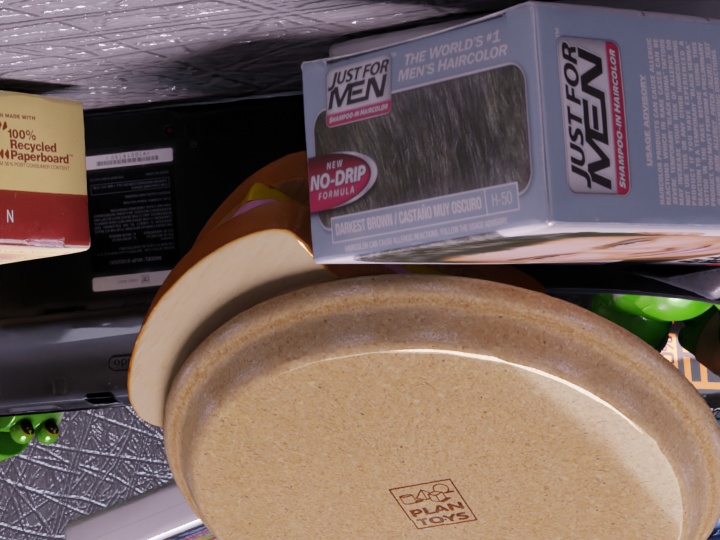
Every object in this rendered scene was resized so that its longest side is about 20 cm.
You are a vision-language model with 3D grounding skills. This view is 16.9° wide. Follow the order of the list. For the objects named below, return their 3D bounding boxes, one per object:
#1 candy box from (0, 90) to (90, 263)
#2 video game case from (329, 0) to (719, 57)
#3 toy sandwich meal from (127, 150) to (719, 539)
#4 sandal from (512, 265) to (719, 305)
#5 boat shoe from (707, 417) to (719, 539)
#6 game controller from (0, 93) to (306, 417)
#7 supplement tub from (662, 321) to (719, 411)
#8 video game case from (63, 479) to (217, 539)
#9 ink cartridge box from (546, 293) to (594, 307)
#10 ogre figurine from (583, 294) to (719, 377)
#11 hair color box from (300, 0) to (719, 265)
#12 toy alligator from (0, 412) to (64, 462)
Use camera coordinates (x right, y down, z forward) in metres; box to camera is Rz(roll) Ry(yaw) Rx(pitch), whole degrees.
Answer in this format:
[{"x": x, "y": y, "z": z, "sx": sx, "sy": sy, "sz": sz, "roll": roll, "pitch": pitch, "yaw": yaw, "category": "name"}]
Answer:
[{"x": -0.202, "y": -0.023, "z": 0.828, "sx": 0.199, "sy": 0.056, "sz": 0.115, "roll": -9, "pitch": 173, "yaw": 38, "category": "candy box"}, {"x": 0.103, "y": -0.068, "z": 0.800, "sx": 0.142, "sy": 0.018, "sz": 0.200, "roll": -7, "pitch": 175, "yaw": 34, "category": "video game case"}, {"x": 0.022, "y": 0.047, "z": 0.798, "sx": 0.204, "sy": 0.071, "sz": 0.206, "roll": 5, "pitch": 139, "yaw": 4, "category": "toy sandwich meal"}, {"x": 0.124, "y": -0.020, "z": 0.833, "sx": 0.199, "sy": 0.077, "sz": 0.043, "roll": -5, "pitch": 172, "yaw": 12, "category": "sandal"}, {"x": 0.140, "y": 0.092, "z": 0.941, "sx": 0.199, "sy": 0.069, "sz": 0.084, "roll": 8, "pitch": 173, "yaw": -36, "category": "boat shoe"}, {"x": -0.078, "y": -0.005, "z": 0.869, "sx": 0.199, "sy": 0.105, "sz": 0.042, "roll": -5, "pitch": 168, "yaw": 12, "category": "game controller"}, {"x": 0.179, "y": 0.017, "z": 1.327, "sx": 0.199, "sy": 0.123, "sz": 0.123, "roll": -6, "pitch": 176, "yaw": 8, "category": "supplement tub"}, {"x": -0.005, "y": 0.077, "z": 1.005, "sx": 0.199, "sy": 0.023, "sz": 0.182, "roll": -22, "pitch": 171, "yaw": 9, "category": "video game case"}, {"x": 0.106, "y": -0.010, "z": 1.111, "sx": 0.161, "sy": 0.050, "sz": 0.200, "roll": -30, "pitch": -175, "yaw": 42, "category": "ink cartridge box"}, {"x": 0.172, "y": 0.013, "z": 0.910, "sx": 0.199, "sy": 0.099, "sz": 0.120, "roll": 18, "pitch": 162, "yaw": 25, "category": "ogre figurine"}, {"x": 0.091, "y": -0.035, "z": 0.708, "sx": 0.199, "sy": 0.061, "sz": 0.099, "roll": 1, "pitch": 174, "yaw": -39, "category": "hair color box"}, {"x": -0.140, "y": 0.050, "z": 0.947, "sx": 0.199, "sy": 0.055, "sz": 0.059, "roll": -13, "pitch": 167, "yaw": 40, "category": "toy alligator"}]
